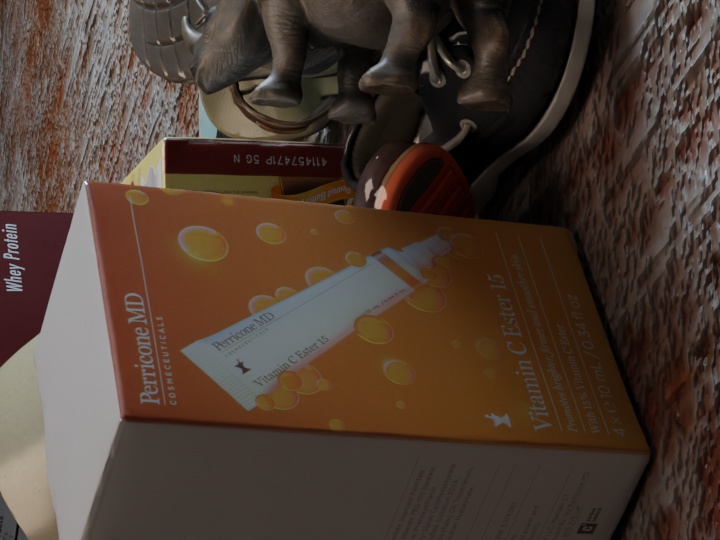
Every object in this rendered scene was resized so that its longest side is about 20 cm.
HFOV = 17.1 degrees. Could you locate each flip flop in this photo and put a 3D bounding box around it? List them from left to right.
[{"bbox_3d":[-0.029,-0.098,1.164,0.199,0.057,0.082,4,111,57],"label":"flip flop"}]

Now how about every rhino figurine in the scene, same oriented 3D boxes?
[{"bbox_3d":[-0.011,-0.105,0.949,0.199,0.059,0.088,0,79,52],"label":"rhino figurine"}]

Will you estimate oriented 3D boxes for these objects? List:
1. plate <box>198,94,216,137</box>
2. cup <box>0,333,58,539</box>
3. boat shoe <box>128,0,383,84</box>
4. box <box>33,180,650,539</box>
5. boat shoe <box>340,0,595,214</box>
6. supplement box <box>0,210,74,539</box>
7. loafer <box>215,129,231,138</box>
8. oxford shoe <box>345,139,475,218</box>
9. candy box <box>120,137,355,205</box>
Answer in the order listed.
[{"bbox_3d":[-0.069,-0.116,1.472,0.200,0.025,0.202,180,90,-75],"label":"plate"},{"bbox_3d":[-0.067,0.070,1.190,0.143,0.199,0.201,-47,35,25],"label":"cup"},{"bbox_3d":[-0.038,-0.115,1.092,0.199,0.073,0.075,18,99,54],"label":"boat shoe"},{"bbox_3d":[-0.011,0.050,0.893,0.125,0.198,0.098,-106,28,-45],"label":"box"},{"bbox_3d":[0.042,-0.082,0.980,0.200,0.060,0.074,127,147,-64],"label":"boat shoe"},{"bbox_3d":[-0.170,0.078,1.499,0.198,0.198,0.133,-104,21,-43],"label":"supplement box"},{"bbox_3d":[-0.046,-0.132,1.273,0.068,0.070,0.201,-47,-13,-39],"label":"loafer"},{"bbox_3d":[0.000,0.000,1.016,0.071,0.072,0.200,-49,-17,-25],"label":"oxford shoe"},{"bbox_3d":[-0.069,-0.027,1.287,0.200,0.114,0.056,155,116,-73],"label":"candy box"}]
